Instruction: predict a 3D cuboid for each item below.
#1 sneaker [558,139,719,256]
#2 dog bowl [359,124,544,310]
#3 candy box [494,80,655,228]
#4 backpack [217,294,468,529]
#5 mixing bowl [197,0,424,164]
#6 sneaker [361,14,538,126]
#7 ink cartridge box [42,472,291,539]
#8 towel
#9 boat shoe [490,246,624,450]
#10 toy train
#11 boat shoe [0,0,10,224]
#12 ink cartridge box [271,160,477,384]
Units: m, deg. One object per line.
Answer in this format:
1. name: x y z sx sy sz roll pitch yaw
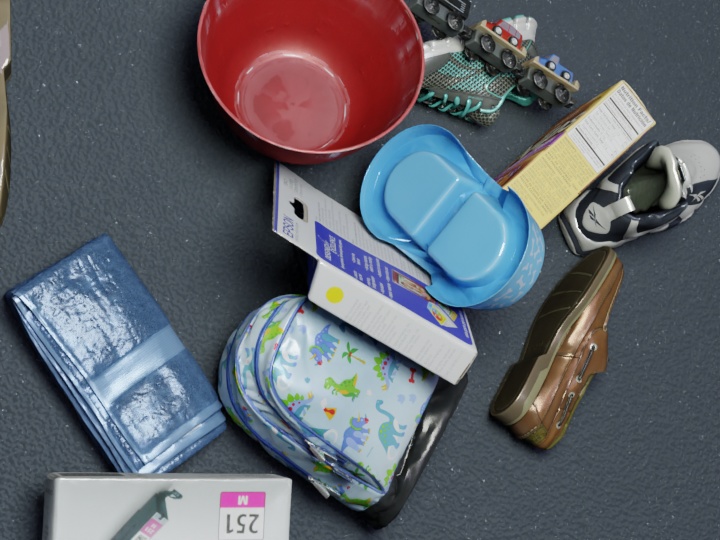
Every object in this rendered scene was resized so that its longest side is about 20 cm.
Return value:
1. sneaker: 0.296 -0.085 1.591 0.198 0.129 0.080 -19 85 -26
2. dog bowl: 0.082 -0.042 1.432 0.112 0.200 0.049 -51 141 9
3. candy box: 0.171 -0.086 1.546 0.200 0.117 0.057 -40 94 -27
4. backpack: -0.022 0.102 1.412 0.199 0.154 0.164 30 73 0
5. mixing bowl: -0.052 -0.171 1.465 0.199 0.108 0.202 5 68 -12
6. sneaker: 0.096 -0.176 1.562 0.199 0.078 0.092 -19 89 -25
7. ink cartridge box: -0.157 0.252 1.336 0.199 0.043 0.175 3 88 -23
8. towel: -0.200 0.074 1.381 0.111 0.048 0.201 -34 91 -27
9. boat shoe: 0.195 0.073 1.546 0.068 0.072 0.201 38 75 -15
10. toy train: 0.126 -0.208 1.531 0.199 0.034 0.046 30 60 -27
11. boat shoe: -0.324 -0.131 1.370 0.067 0.072 0.202 0 70 -11
12. ink cartridge box: 0.000 0.000 1.417 0.199 0.198 0.047 30 106 -12
